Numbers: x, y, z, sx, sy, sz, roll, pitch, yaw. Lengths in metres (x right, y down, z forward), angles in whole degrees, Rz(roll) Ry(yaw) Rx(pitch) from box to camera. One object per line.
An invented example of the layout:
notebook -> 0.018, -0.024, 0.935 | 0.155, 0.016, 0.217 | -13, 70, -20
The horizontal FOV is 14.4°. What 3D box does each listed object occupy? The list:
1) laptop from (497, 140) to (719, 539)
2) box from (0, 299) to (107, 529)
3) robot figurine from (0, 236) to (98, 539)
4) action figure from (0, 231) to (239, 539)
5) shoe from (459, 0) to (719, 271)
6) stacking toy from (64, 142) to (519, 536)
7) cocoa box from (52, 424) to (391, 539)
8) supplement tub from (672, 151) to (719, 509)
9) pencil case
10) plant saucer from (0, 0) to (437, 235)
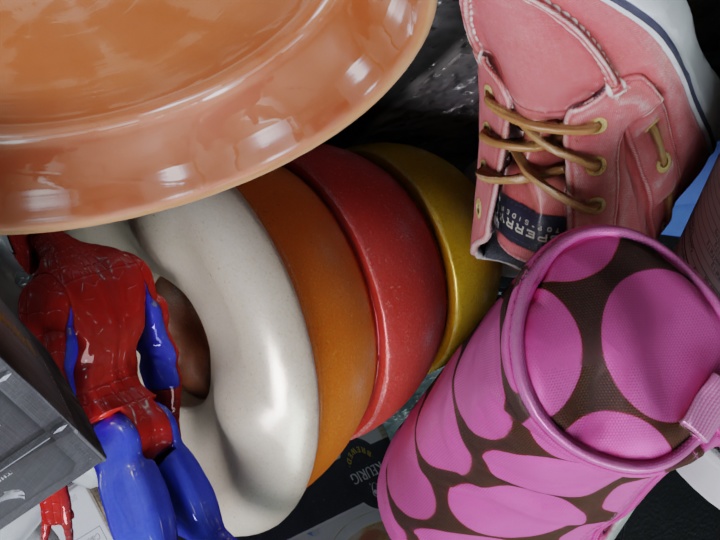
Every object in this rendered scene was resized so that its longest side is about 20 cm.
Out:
laptop -> 0.140, 0.027, 1.159 | 0.177, 0.201, 0.103 | 6, -176, -37
box -> -0.188, 0.069, 0.835 | 0.200, 0.048, 0.158 | -34, 157, 0
robot figurine -> -0.172, 0.036, 0.965 | 0.113, 0.170, 0.200 | 21, 167, 48
action figure -> -0.074, 0.063, 0.939 | 0.052, 0.201, 0.065 | -28, 172, 41
shoe -> 0.070, -0.048, 0.960 | 0.071, 0.091, 0.200 | 17, 170, 25
stacking toy -> 0.000, 0.000, 1.041 | 0.199, 0.147, 0.146 | -20, 161, -35
cocoa box -> -0.068, 0.145, 1.176 | 0.133, 0.132, 0.200 | -33, 172, 33
supplement tub -> 0.191, -0.012, 0.997 | 0.144, 0.145, 0.201 | 0, 128, -29
pencil case -> 0.070, 0.056, 0.988 | 0.091, 0.094, 0.200 | -44, 174, -20
plant saucer -> -0.079, -0.070, 0.758 | 0.199, 0.032, 0.201 | -11, 155, -5
